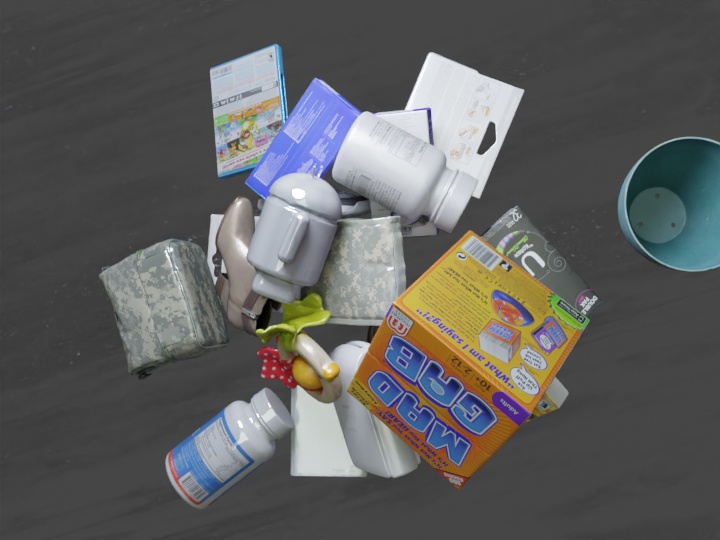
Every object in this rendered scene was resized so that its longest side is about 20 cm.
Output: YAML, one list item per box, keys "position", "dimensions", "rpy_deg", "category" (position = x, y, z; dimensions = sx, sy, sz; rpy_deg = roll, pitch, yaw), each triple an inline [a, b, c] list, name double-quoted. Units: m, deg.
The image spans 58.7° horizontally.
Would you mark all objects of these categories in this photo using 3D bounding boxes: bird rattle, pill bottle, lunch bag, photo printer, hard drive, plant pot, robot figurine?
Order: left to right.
- position: [-0.332, 0.062, 1.059]
  dimensions: [0.166, 0.139, 0.202]
  rpy_deg: [-20, 83, 9]
  category: "lunch bag"
- position: [-0.211, 0.288, 1.056]
  dimensions: [0.199, 0.112, 0.113]
  rpy_deg: [-37, 86, 0]
  category: "pill bottle"
- position: [-0.096, -0.055, 0.937]
  dimensions: [0.112, 0.170, 0.202]
  rpy_deg: [20, 97, -10]
  category: "robot figurine"
- position: [-0.095, 0.143, 0.988]
  dimensions: [0.112, 0.201, 0.163]
  rpy_deg: [-31, 62, -34]
  category: "bird rattle"
- position: [-0.053, 0.246, 1.091]
  dimensions: [0.130, 0.026, 0.202]
  rpy_deg: [0, 87, 3]
  category: "hard drive"
- position: [0.000, 0.000, 1.005]
  dimensions: [0.199, 0.117, 0.166]
  rpy_deg: [1, 95, 46]
  category: "lunch bag"
- position: [0.010, 0.210, 0.997]
  dimensions: [0.069, 0.166, 0.202]
  rpy_deg: [-17, 88, -23]
  category: "photo printer"
- position: [0.068, -0.142, 0.956]
  dimensions: [0.199, 0.114, 0.115]
  rpy_deg: [28, 89, 3]
  category: "pill bottle"
- position: [0.499, -0.097, 1.020]
  dimensions: [0.198, 0.135, 0.203]
  rpy_deg: [0, 88, 4]
  category: "plant pot"

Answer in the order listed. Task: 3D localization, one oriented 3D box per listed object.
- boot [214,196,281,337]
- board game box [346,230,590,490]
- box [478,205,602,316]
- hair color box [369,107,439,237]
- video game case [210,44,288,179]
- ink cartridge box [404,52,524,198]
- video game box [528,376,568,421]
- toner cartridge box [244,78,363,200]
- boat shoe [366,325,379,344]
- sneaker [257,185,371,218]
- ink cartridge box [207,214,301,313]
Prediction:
- position: [-0.174, 0.001, 1.030]
  dimensions: [0.146, 0.070, 0.202]
  rpy_deg: [34, 119, 39]
  category: "boot"
- position: [0.138, 0.115, 0.849]
  dimensions: [0.200, 0.201, 0.200]
  rpy_deg: [39, 46, 14]
  category: "board game box"
- position: [0.255, 0.023, 1.034]
  dimensions: [0.148, 0.124, 0.200]
  rpy_deg: [-41, 87, 2]
  category: "box"
- position: [0.068, -0.157, 1.046]
  dimensions: [0.108, 0.065, 0.202]
  rpy_deg: [-2, 105, 14]
  category: "hair color box"
- position: [-0.189, -0.269, 1.091]
  dimensions: [0.142, 0.018, 0.202]
  rpy_deg: [-11, 79, 23]
  category: "video game case"
- position: [0.158, -0.243, 1.091]
  dimensions: [0.175, 0.045, 0.202]
  rpy_deg: [23, 90, 5]
  category: "ink cartridge box"
- position: [0.194, 0.158, 1.012]
  dimensions: [0.200, 0.182, 0.047]
  rpy_deg: [49, 51, 4]
  category: "video game box"
- position: [-0.087, -0.190, 1.010]
  dimensions: [0.095, 0.043, 0.201]
  rpy_deg: [39, 106, 3]
  category: "toner cartridge box"
- position: [0.058, 0.179, 1.062]
  dimensions: [0.075, 0.074, 0.202]
  rpy_deg: [-13, 87, -1]
  category: "boat shoe"
- position: [-0.076, -0.148, 1.084]
  dimensions: [0.198, 0.075, 0.115]
  rpy_deg: [3, 90, 6]
  category: "sneaker"
- position: [-0.170, -0.012, 1.110]
  dimensions: [0.198, 0.050, 0.163]
  rpy_deg: [4, 88, 22]
  category: "ink cartridge box"
